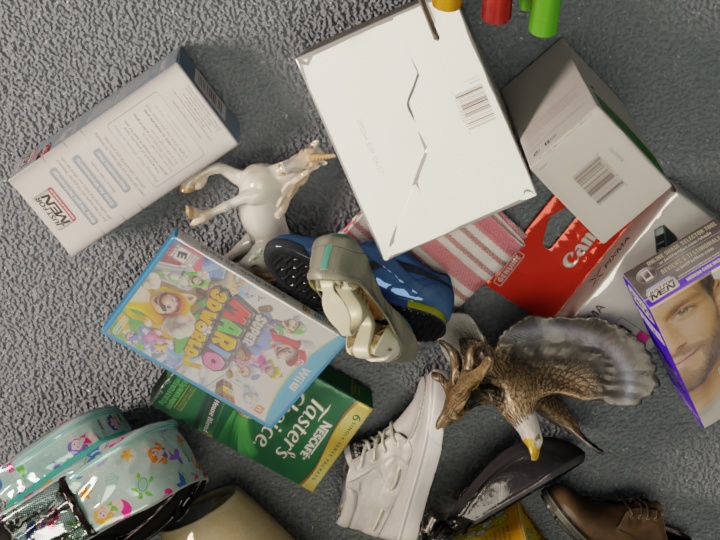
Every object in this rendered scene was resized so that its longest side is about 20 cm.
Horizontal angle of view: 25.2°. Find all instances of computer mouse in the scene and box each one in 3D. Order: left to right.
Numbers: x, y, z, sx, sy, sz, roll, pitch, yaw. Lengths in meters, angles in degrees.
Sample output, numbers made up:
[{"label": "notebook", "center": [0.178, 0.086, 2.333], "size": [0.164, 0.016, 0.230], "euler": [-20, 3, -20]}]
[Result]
[{"label": "computer mouse", "center": [0.139, 0.224, 1.674], "size": [0.199, 0.139, 0.053], "euler": [-30, 78, -2]}]

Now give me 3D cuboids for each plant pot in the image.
[{"label": "plant pot", "center": [-0.123, 0.334, 1.679], "size": [0.187, 0.187, 0.201], "euler": [-26, 99, 9]}]

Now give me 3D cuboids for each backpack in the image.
[{"label": "backpack", "center": [-0.258, 0.219, 1.607], "size": [0.199, 0.178, 0.151], "euler": [-28, 82, 9]}]

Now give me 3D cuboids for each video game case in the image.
[{"label": "video game case", "center": [-0.131, 0.060, 1.565], "size": [0.200, 0.018, 0.143], "euler": [31, 121, -16]}]

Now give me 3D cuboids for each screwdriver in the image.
[{"label": "screwdriver", "center": [0.051, -0.243, 1.406], "size": [0.028, 0.200, 0.029], "euler": [-25, 130, 7]}]

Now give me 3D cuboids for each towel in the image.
[{"label": "towel", "center": [0.048, -0.013, 1.603], "size": [0.146, 0.030, 0.200], "euler": [41, 108, -20]}]

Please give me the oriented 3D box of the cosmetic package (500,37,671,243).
[{"label": "cosmetic package", "center": [0.201, -0.122, 1.465], "size": [0.085, 0.200, 0.108], "euler": [-41, 112, 16]}]

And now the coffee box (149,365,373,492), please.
[{"label": "coffee box", "center": [-0.099, 0.131, 1.648], "size": [0.200, 0.044, 0.123], "euler": [32, 109, -15]}]

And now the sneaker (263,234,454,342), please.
[{"label": "sneaker", "center": [0.000, 0.000, 1.555], "size": [0.199, 0.079, 0.066], "euler": [22, 145, -17]}]

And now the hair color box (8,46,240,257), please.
[{"label": "hair color box", "center": [-0.222, -0.112, 1.525], "size": [0.200, 0.061, 0.099], "euler": [-33, 111, 11]}]

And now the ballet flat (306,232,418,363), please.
[{"label": "ballet flat", "center": [-0.002, 0.046, 1.499], "size": [0.067, 0.064, 0.200], "euler": [-3, 142, 24]}]

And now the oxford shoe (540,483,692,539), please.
[{"label": "oxford shoe", "center": [0.275, 0.265, 1.717], "size": [0.200, 0.073, 0.085], "euler": [30, 107, -28]}]

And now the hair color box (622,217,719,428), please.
[{"label": "hair color box", "center": [0.345, 0.055, 1.588], "size": [0.109, 0.065, 0.200], "euler": [-32, 130, 2]}]

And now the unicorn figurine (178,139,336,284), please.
[{"label": "unicorn figurine", "center": [-0.100, -0.059, 1.541], "size": [0.137, 0.074, 0.200], "euler": [-12, 144, -11]}]

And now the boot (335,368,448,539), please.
[{"label": "boot", "center": [0.030, 0.189, 1.667], "size": [0.095, 0.074, 0.201], "euler": [11, 109, -3]}]

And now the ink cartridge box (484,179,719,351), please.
[{"label": "ink cartridge box", "center": [0.251, -0.008, 1.605], "size": [0.173, 0.044, 0.200], "euler": [31, 109, -17]}]

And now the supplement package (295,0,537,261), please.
[{"label": "supplement package", "center": [0.053, -0.139, 1.478], "size": [0.155, 0.111, 0.201], "euler": [-23, 101, 7]}]

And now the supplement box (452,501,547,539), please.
[{"label": "supplement box", "center": [0.115, 0.353, 1.723], "size": [0.200, 0.110, 0.109], "euler": [-31, 112, 11]}]

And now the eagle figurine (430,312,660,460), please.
[{"label": "eagle figurine", "center": [0.172, 0.118, 1.601], "size": [0.199, 0.152, 0.152], "euler": [-3, 98, -27]}]

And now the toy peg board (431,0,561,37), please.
[{"label": "toy peg board", "center": [0.093, -0.284, 1.398], "size": [0.198, 0.200, 0.098], "euler": [0, 129, -3]}]
